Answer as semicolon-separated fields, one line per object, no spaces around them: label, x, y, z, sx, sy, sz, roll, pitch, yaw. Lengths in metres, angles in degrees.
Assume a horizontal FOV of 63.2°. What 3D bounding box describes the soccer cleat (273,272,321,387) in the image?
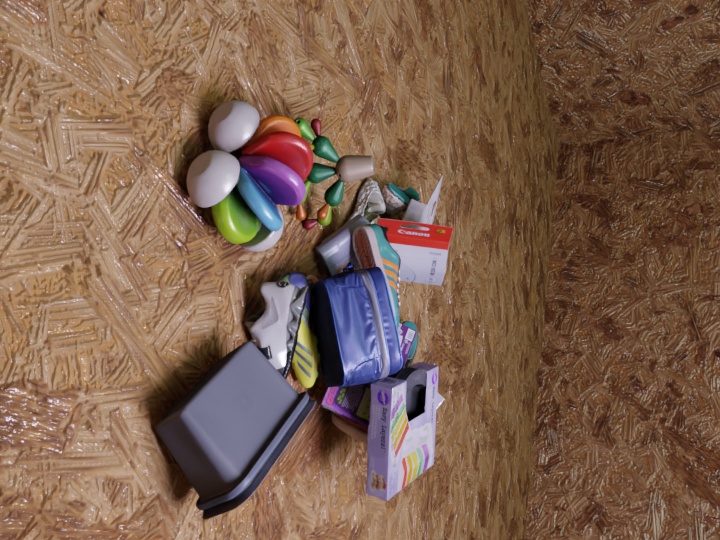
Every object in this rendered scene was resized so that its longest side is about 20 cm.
soccer cleat;-0.115;0.105;0.995;0.082;0.064;0.208;-13;107;-31

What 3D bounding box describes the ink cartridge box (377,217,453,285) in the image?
ink cartridge box;0.106;-0.035;1.222;0.201;0.154;0.049;88;10;-67

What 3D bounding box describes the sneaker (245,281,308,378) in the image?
sneaker;-0.143;0.109;0.929;0.074;0.085;0.207;-81;-176;-73

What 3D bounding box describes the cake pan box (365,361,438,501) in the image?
cake pan box;0.078;0.275;1.048;0.182;0.051;0.208;-5;100;-59

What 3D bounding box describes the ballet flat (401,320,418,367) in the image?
ballet flat;0.093;0.221;1.378;0.066;0.068;0.205;90;15;-64

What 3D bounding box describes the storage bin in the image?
storage bin;-0.178;0.205;0.801;0.136;0.144;0.200;52;38;-7

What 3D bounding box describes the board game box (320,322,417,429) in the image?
board game box;0.017;0.178;1.075;0.204;0.117;0.032;-65;-174;-23

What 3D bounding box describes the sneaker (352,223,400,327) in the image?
sneaker;0.048;0.012;1.087;0.078;0.070;0.207;-12;88;-38

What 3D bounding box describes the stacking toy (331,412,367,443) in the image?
stacking toy;0.038;0.227;1.131;0.145;0.143;0.206;32;77;-56

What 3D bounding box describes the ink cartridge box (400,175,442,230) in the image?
ink cartridge box;0.129;-0.101;1.348;0.201;0.043;0.180;88;25;-65

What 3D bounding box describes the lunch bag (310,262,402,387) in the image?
lunch bag;-0.006;0.088;1.006;0.128;0.135;0.207;-10;85;-22

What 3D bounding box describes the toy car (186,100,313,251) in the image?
toy car;-0.140;-0.135;0.845;0.176;0.145;0.206;50;47;-49

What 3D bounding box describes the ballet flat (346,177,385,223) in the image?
ballet flat;0.019;-0.116;1.230;0.073;0.070;0.204;61;38;-40

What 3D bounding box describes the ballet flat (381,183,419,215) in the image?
ballet flat;0.088;-0.156;1.345;0.076;0.064;0.199;47;19;13

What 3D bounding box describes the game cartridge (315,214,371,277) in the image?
game cartridge;0.000;0.000;1.156;0.131;0.041;0.204;-34;126;-13

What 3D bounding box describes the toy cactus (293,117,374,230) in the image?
toy cactus;-0.054;-0.170;1.009;0.103;0.159;0.206;-78;160;-63

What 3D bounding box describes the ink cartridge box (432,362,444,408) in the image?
ink cartridge box;0.122;0.305;1.275;0.201;0.066;0.116;-50;167;-6

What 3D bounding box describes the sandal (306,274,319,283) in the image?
sandal;-0.047;0.092;1.104;0.209;0.057;0.081;61;40;-41
